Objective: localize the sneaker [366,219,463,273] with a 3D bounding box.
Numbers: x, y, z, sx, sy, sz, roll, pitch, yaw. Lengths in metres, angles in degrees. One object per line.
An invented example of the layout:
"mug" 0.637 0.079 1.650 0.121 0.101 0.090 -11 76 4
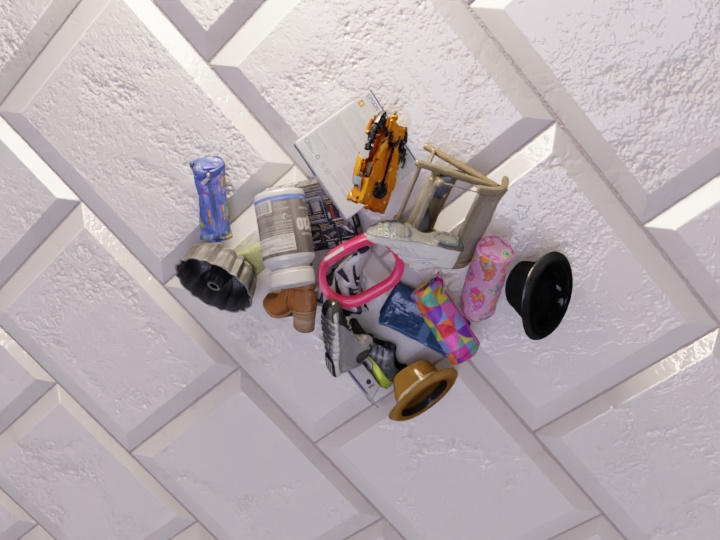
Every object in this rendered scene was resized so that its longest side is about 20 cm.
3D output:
"sneaker" 0.105 -0.042 1.533 0.198 0.075 0.088 16 126 2

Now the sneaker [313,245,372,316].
"sneaker" -0.010 0.033 1.742 0.129 0.080 0.199 38 109 -15

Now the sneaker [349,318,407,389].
"sneaker" 0.040 0.186 1.808 0.081 0.074 0.200 -31 111 17

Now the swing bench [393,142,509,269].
"swing bench" 0.180 -0.125 1.582 0.199 0.130 0.200 24 120 2

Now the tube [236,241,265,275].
"tube" -0.230 -0.037 1.752 0.200 0.052 0.059 -29 64 53

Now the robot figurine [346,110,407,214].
"robot figurine" 0.037 -0.225 1.550 0.058 0.145 0.202 13 86 32

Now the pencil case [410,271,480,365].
"pencil case" 0.188 0.109 1.677 0.088 0.088 0.201 -29 94 24

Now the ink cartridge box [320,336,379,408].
"ink cartridge box" -0.015 0.235 1.822 0.039 0.099 0.201 -38 103 -11

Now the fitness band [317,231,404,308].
"fitness band" 0.000 0.000 1.667 0.199 0.038 0.144 -28 115 11

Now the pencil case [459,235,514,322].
"pencil case" 0.270 0.020 1.632 0.087 0.088 0.201 14 135 8

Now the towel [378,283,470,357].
"towel" 0.146 0.116 1.753 0.199 0.049 0.112 28 117 1

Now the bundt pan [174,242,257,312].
"bundt pan" -0.330 0.009 1.780 0.200 0.076 0.203 16 146 11

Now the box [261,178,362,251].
"box" -0.109 -0.123 1.707 0.198 0.050 0.159 -10 111 18

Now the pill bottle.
"pill bottle" -0.158 -0.066 1.615 0.113 0.114 0.202 -11 85 19

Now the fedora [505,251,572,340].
"fedora" 0.372 0.046 1.625 0.091 0.200 0.202 24 125 43

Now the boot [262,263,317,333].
"boot" -0.165 0.040 1.749 0.076 0.200 0.157 -9 112 -28

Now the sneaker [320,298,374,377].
"sneaker" -0.024 0.140 1.713 0.115 0.075 0.202 -14 124 -21

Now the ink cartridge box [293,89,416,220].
"ink cartridge box" -0.008 -0.245 1.611 0.199 0.043 0.197 -36 103 -7

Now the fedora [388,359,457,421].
"fedora" 0.134 0.273 1.790 0.201 0.200 0.082 -51 58 27

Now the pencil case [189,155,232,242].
"pencil case" -0.339 -0.161 1.731 0.077 0.087 0.202 -5 115 -7
